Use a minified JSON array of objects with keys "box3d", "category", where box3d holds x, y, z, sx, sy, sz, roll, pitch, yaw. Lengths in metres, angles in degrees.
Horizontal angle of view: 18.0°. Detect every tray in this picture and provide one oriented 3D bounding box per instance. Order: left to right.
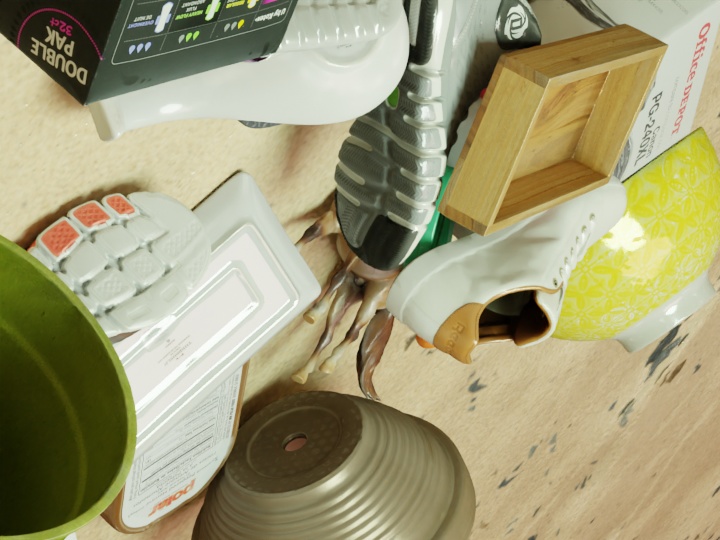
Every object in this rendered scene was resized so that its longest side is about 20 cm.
[{"box3d":[-0.113,0.043,1.336,0.200,0.022,0.107,-42,125,-15],"category":"tray"},{"box3d":[0.116,-0.087,1.339,0.200,0.037,0.099,-23,139,-62],"category":"tray"}]

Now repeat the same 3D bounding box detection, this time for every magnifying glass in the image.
[{"box3d":[0.047,-0.002,1.512,0.200,0.022,0.080,84,22,-62],"category":"magnifying glass"}]

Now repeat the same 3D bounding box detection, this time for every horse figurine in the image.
[{"box3d":[0.000,0.000,1.479,0.133,0.050,0.200,-52,154,-26],"category":"horse figurine"}]

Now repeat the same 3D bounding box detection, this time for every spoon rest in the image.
[{"box3d":[-0.061,-0.112,1.187,0.200,0.100,0.061,-21,-179,-30],"category":"spoon rest"}]

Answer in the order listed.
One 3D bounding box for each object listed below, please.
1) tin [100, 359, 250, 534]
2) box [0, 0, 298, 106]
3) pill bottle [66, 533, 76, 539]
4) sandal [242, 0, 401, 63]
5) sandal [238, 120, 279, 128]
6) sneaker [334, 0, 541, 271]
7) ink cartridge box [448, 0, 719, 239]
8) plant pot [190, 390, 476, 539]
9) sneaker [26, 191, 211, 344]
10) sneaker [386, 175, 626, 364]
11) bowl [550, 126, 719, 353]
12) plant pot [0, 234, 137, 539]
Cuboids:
[{"box3d":[-0.124,0.093,1.439,0.112,0.042,0.200,-28,150,-30],"category":"tin"},{"box3d":[-0.088,-0.195,0.914,0.124,0.148,0.200,-22,146,-47],"category":"box"},{"box3d":[-0.225,0.186,1.314,0.109,0.109,0.200,-25,148,-43],"category":"pill bottle"},{"box3d":[-0.063,-0.138,1.130,0.202,0.083,0.050,4,165,-42],"category":"sandal"},{"box3d":[-0.004,-0.126,1.315,0.200,0.043,0.076,-6,127,-44],"category":"sandal"},{"box3d":[0.055,-0.095,1.307,0.115,0.075,0.200,-19,134,-38],"category":"sneaker"},{"box3d":[0.142,-0.115,1.515,0.200,0.083,0.145,-35,153,-26],"category":"ink cartridge box"},{"box3d":[-0.031,0.148,1.529,0.201,0.201,0.093,-39,128,-20],"category":"plant pot"},{"box3d":[-0.172,0.026,1.238,0.200,0.077,0.082,-35,180,-26],"category":"sneaker"},{"box3d":[0.113,0.005,1.451,0.200,0.085,0.073,-30,150,-33],"category":"sneaker"},{"box3d":[0.199,-0.005,1.662,0.200,0.108,0.200,-36,178,-1],"category":"bowl"},{"box3d":[-0.242,0.101,1.088,0.200,0.201,0.193,-16,153,-51],"category":"plant pot"}]
